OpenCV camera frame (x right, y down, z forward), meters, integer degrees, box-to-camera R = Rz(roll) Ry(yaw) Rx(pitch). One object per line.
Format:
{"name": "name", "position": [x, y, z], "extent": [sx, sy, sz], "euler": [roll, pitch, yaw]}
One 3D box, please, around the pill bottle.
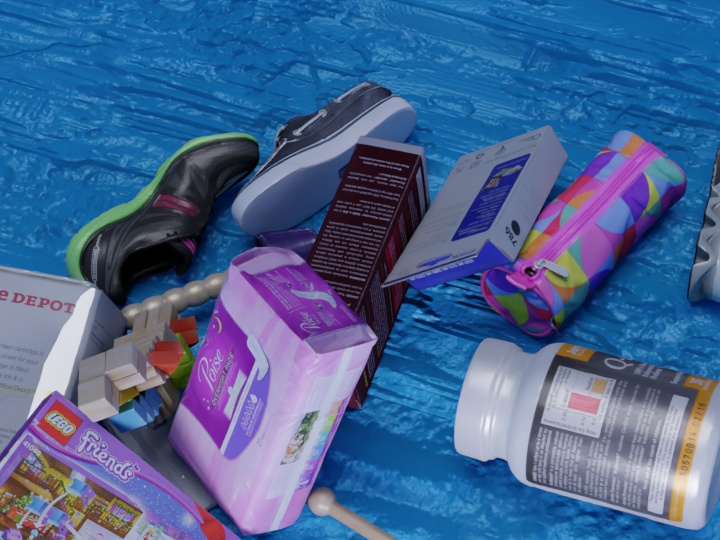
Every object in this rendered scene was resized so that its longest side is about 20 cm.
{"name": "pill bottle", "position": [0.181, 0.120, 1.589], "extent": [0.200, 0.116, 0.116], "euler": [14, 56, 16]}

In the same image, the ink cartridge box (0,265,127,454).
{"name": "ink cartridge box", "position": [-0.286, 0.103, 1.642], "extent": [0.145, 0.088, 0.200], "euler": [10, 74, 14]}

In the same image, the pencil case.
{"name": "pencil case", "position": [0.186, -0.031, 1.725], "extent": [0.088, 0.088, 0.200], "euler": [31, 61, 26]}

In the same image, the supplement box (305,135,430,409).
{"name": "supplement box", "position": [0.000, 0.000, 1.706], "extent": [0.061, 0.109, 0.200], "euler": [11, 54, 15]}

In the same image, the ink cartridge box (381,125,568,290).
{"name": "ink cartridge box", "position": [0.097, -0.042, 1.713], "extent": [0.099, 0.039, 0.200], "euler": [-17, 25, 36]}

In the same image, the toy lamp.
{"name": "toy lamp", "position": [-0.126, 0.013, 1.739], "extent": [0.200, 0.058, 0.058], "euler": [-20, 53, -14]}

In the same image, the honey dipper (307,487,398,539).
{"name": "honey dipper", "position": [0.039, 0.217, 1.581], "extent": [0.200, 0.038, 0.038], "euler": [30, 61, 28]}

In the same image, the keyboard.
{"name": "keyboard", "position": [-0.175, 0.125, 1.694], "extent": [0.056, 0.011, 0.200], "euler": [-28, 55, -20]}

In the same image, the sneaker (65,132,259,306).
{"name": "sneaker", "position": [-0.158, -0.041, 1.786], "extent": [0.200, 0.077, 0.084], "euler": [-42, 66, -12]}

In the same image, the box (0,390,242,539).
{"name": "box", "position": [-0.195, 0.205, 1.549], "extent": [0.200, 0.039, 0.137], "euler": [40, 61, -8]}

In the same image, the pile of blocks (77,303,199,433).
{"name": "pile of blocks", "position": [-0.157, 0.080, 1.617], "extent": [0.062, 0.082, 0.200], "euler": [-20, 8, 15]}

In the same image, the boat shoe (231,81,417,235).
{"name": "boat shoe", "position": [-0.044, -0.104, 1.814], "extent": [0.200, 0.072, 0.068], "euler": [-37, 59, -23]}

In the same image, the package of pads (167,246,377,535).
{"name": "package of pads", "position": [-0.073, 0.092, 1.589], "extent": [0.076, 0.200, 0.121], "euler": [-14, 48, -41]}

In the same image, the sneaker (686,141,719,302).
{"name": "sneaker", "position": [0.333, -0.055, 1.737], "extent": [0.088, 0.074, 0.200], "euler": [9, 64, 13]}
